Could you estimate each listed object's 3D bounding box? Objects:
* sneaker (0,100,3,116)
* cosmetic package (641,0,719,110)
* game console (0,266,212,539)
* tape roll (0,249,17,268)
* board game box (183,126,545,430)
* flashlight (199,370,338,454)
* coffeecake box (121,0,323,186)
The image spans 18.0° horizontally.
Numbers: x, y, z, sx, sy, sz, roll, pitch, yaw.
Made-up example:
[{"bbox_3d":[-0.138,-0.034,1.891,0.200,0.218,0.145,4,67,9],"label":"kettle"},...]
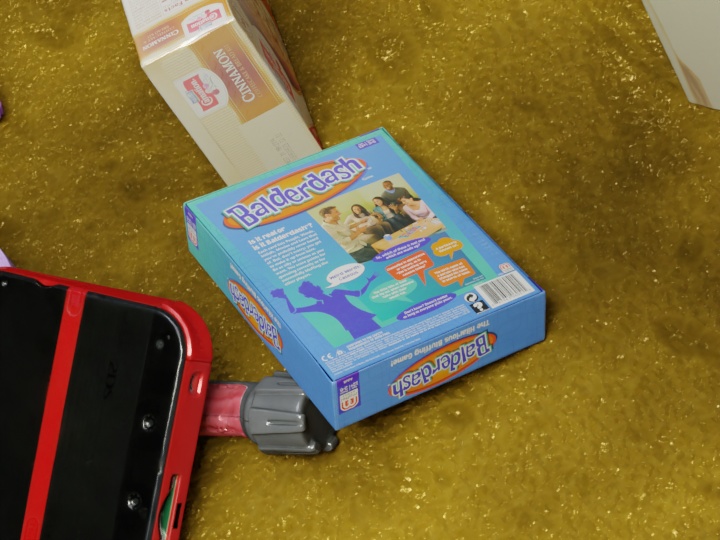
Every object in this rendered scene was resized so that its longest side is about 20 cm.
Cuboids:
[{"bbox_3d":[-0.343,-0.085,1.689,0.088,0.080,0.200,38,81,22],"label":"sneaker"},{"bbox_3d":[0.224,-0.195,1.394,0.071,0.200,0.105,17,64,36],"label":"cosmetic package"},{"bbox_3d":[-0.183,0.107,1.424,0.177,0.031,0.200,10,89,30],"label":"game console"},{"bbox_3d":[-0.309,0.067,1.558,0.200,0.066,0.200,-14,50,18],"label":"tape roll"},{"bbox_3d":[0.000,0.000,1.430,0.152,0.045,0.200,-22,45,-20],"label":"board game box"},{"bbox_3d":[-0.113,0.090,1.438,0.200,0.068,0.068,1,55,28],"label":"flashlight"},{"bbox_3d":[-0.108,-0.174,1.577,0.073,0.154,0.200,-26,48,7],"label":"coffeecake box"}]
